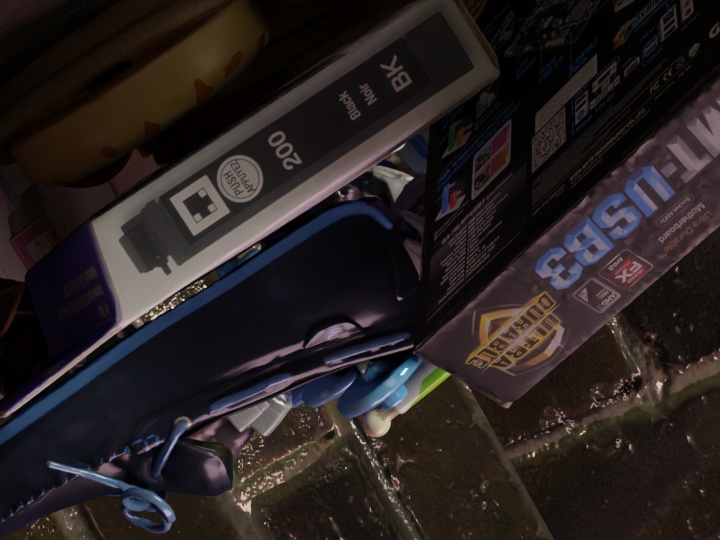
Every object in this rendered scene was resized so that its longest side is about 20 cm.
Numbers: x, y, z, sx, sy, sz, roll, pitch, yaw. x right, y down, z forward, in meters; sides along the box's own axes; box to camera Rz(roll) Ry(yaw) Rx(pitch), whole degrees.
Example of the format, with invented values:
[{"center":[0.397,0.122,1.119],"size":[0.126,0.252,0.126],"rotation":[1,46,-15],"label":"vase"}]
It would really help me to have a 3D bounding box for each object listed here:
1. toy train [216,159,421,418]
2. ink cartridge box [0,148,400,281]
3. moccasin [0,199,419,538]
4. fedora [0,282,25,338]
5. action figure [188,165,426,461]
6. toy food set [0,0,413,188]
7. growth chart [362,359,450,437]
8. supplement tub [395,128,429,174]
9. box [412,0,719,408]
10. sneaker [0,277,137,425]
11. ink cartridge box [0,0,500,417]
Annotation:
[{"center":[0.000,0.004,1.140],"size":[0.114,0.087,0.200],"rotation":[-42,-170,-13],"label":"toy train"},{"center":[-0.086,-0.042,1.109],"size":[0.144,0.085,0.200],"rotation":[-30,-177,-29],"label":"ink cartridge box"},{"center":[-0.064,0.052,0.876],"size":[0.200,0.068,0.080],"rotation":[-33,-177,5],"label":"moccasin"},{"center":[-0.211,0.029,0.832],"size":[0.200,0.082,0.201],"rotation":[-29,-179,0],"label":"fedora"},{"center":[0.000,0.000,0.969],"size":[0.200,0.069,0.130],"rotation":[-37,-178,-2],"label":"action figure"},{"center":[-0.050,-0.082,0.911],"size":[0.198,0.049,0.200],"rotation":[-30,180,-18],"label":"toy food set"},{"center":[0.073,-0.011,1.186],"size":[0.145,0.018,0.200],"rotation":[-39,-168,30],"label":"growth chart"},{"center":[0.099,-0.120,1.118],"size":[0.132,0.132,0.200],"rotation":[-30,-179,-38],"label":"supplement tub"},{"center":[0.096,-0.084,0.842],"size":[0.200,0.050,0.199],"rotation":[-45,-155,34],"label":"box"},{"center":[-0.154,0.030,0.995],"size":[0.098,0.071,0.200],"rotation":[-3,163,45],"label":"sneaker"},{"center":[-0.062,-0.016,0.877],"size":[0.200,0.043,0.198],"rotation":[-36,-177,-14],"label":"ink cartridge box"}]
